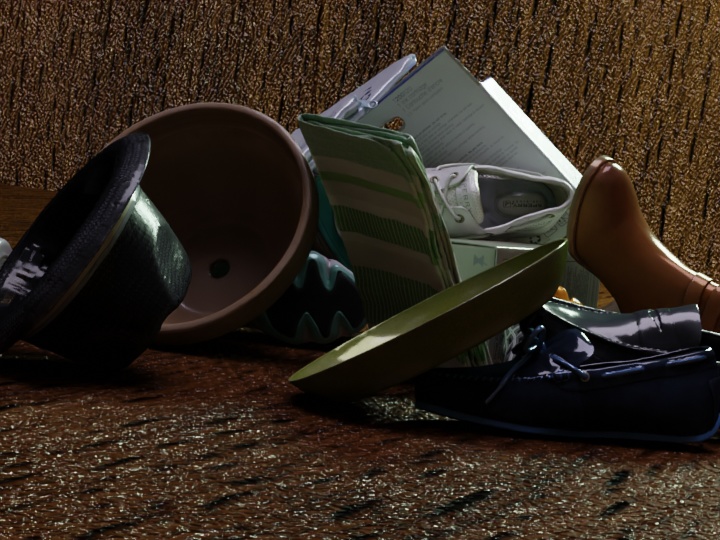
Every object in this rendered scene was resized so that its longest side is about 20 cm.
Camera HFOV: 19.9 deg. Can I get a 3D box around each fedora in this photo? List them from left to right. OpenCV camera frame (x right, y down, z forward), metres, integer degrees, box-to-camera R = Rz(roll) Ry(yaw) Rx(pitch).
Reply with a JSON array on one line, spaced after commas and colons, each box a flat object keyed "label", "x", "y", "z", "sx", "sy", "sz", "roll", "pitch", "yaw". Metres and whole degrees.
[{"label": "fedora", "x": -0.166, "y": 0.004, "z": 1.319, "sx": 0.092, "sy": 0.201, "sz": 0.201, "roll": 38, "pitch": -6, "yaw": -17}]

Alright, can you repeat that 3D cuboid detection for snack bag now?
[{"label": "snack bag", "x": -0.052, "y": -0.101, "z": 1.708, "sx": 0.188, "sy": 0.021, "sz": 0.200, "roll": -31, "pitch": 13, "yaw": 48}]

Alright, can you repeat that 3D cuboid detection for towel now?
[{"label": "towel", "x": 0.023, "y": -0.014, "z": 1.498, "sx": 0.023, "sy": 0.200, "sz": 0.152, "roll": -30, "pitch": 24, "yaw": -24}]

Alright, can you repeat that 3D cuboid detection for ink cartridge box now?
[{"label": "ink cartridge box", "x": 0.066, "y": -0.069, "z": 1.759, "sx": 0.200, "sy": 0.198, "sz": 0.043, "roll": 46, "pitch": 22, "yaw": -16}]

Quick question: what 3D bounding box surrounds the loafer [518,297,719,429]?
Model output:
[{"label": "loafer", "x": 0.203, "y": 0.051, "z": 1.365, "sx": 0.200, "sy": 0.070, "sz": 0.068, "roll": 19, "pitch": 22, "yaw": -10}]

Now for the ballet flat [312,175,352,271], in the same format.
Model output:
[{"label": "ballet flat", "x": 0.000, "y": 0.000, "z": 1.709, "sx": 0.072, "sy": 0.068, "sz": 0.200, "roll": -20, "pitch": -50, "yaw": 43}]

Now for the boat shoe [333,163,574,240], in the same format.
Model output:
[{"label": "boat shoe", "x": 0.078, "y": -0.057, "z": 1.663, "sx": 0.200, "sy": 0.071, "sz": 0.069, "roll": -7, "pitch": -9, "yaw": -20}]

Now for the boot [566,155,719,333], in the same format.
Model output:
[{"label": "boot", "x": 0.246, "y": 0.011, "z": 1.624, "sx": 0.077, "sy": 0.200, "sz": 0.155, "roll": -30, "pitch": 35, "yaw": -34}]

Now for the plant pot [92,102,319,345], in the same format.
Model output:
[{"label": "plant pot", "x": -0.121, "y": -0.021, "z": 1.568, "sx": 0.200, "sy": 0.201, "sz": 0.093, "roll": 8, "pitch": -27, "yaw": 20}]

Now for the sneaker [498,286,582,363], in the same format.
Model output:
[{"label": "sneaker", "x": 0.136, "y": 0.055, "z": 1.474, "sx": 0.078, "sy": 0.077, "sz": 0.200, "roll": 9, "pitch": 5, "yaw": -8}]

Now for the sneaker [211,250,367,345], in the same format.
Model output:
[{"label": "sneaker", "x": -0.081, "y": 0.013, "z": 1.688, "sx": 0.200, "sy": 0.078, "sz": 0.140, "roll": 8, "pitch": 4, "yaw": 7}]

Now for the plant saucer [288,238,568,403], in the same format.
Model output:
[{"label": "plant saucer", "x": 0.049, "y": 0.037, "z": 1.309, "sx": 0.200, "sy": 0.031, "sz": 0.200, "roll": -27, "pitch": 1, "yaw": 1}]

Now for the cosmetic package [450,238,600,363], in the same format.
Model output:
[{"label": "cosmetic package", "x": 0.118, "y": 0.029, "z": 1.642, "sx": 0.073, "sy": 0.104, "sz": 0.200, "roll": 8, "pitch": 2, "yaw": 31}]

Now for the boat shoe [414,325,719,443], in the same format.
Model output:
[{"label": "boat shoe", "x": 0.130, "y": 0.068, "z": 1.303, "sx": 0.200, "sy": 0.069, "sz": 0.084, "roll": 4, "pitch": 4, "yaw": -19}]

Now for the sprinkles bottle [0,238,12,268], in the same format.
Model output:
[{"label": "sprinkles bottle", "x": -0.351, "y": -0.001, "z": 1.466, "sx": 0.200, "sy": 0.068, "sz": 0.068, "roll": 7, "pitch": 4, "yaw": 9}]
